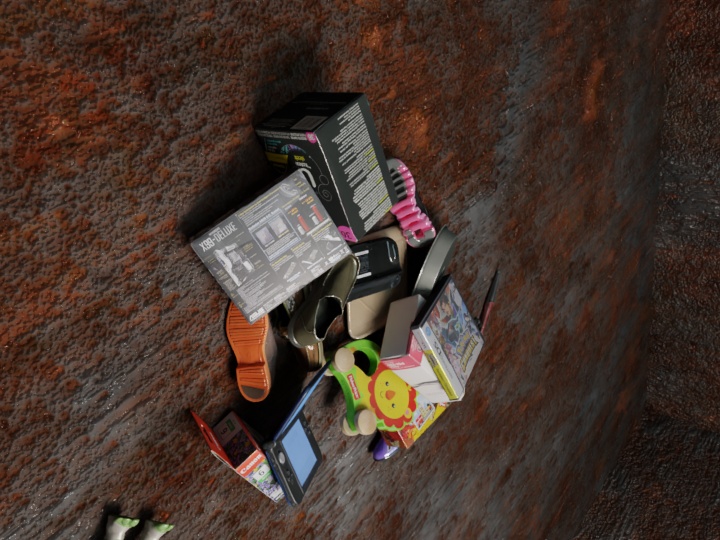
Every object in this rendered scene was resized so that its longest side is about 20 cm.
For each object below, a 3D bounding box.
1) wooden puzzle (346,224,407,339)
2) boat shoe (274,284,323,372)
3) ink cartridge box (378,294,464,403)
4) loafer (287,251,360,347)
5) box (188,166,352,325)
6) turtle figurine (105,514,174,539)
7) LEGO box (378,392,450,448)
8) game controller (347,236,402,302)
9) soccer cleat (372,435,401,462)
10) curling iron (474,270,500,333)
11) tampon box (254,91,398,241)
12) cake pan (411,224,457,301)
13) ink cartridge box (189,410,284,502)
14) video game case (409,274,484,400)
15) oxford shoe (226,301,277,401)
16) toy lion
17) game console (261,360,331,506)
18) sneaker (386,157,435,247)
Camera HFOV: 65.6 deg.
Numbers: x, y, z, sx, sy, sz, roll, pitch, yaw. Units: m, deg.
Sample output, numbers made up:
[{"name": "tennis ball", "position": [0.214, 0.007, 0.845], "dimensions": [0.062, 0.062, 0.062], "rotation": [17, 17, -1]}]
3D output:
[{"name": "wooden puzzle", "position": [0.032, 0.021, 1.165], "dimensions": [0.184, 0.037, 0.202], "rotation": [-22, 113, -42]}, {"name": "boat shoe", "position": [-0.121, 0.096, 0.994], "dimensions": [0.068, 0.072, 0.202], "rotation": [-24, 109, -39]}, {"name": "ink cartridge box", "position": [0.139, 0.168, 1.171], "dimensions": [0.200, 0.084, 0.147], "rotation": [41, 47, -32]}, {"name": "loafer", "position": [-0.048, 0.049, 0.965], "dimensions": [0.075, 0.069, 0.201], "rotation": [47, 60, -36]}, {"name": "box", "position": [-0.136, -0.038, 0.862], "dimensions": [0.199, 0.050, 0.158], "rotation": [-36, 111, -7]}, {"name": "turtle figurine", "position": [-0.331, 0.462, 0.795], "dimensions": [0.143, 0.200, 0.195], "rotation": [15, 65, -12]}, {"name": "LEGO box", "position": [0.111, 0.275, 1.260], "dimensions": [0.200, 0.077, 0.150], "rotation": [-36, 103, -35]}, {"name": "game controller", "position": [0.000, 0.000, 1.079], "dimensions": [0.199, 0.042, 0.105], "rotation": [-15, 96, -36]}, {"name": "soccer cleat", "position": [0.087, 0.359, 1.315], "dimensions": [0.200, 0.068, 0.073], "rotation": [-43, 111, -30]}, {"name": "curling iron", "position": [0.351, 0.093, 1.541], "dimensions": [0.050, 0.025, 0.201], "rotation": [40, 72, -49]}, {"name": "tampon box", "position": [-0.052, -0.171, 0.919], "dimensions": [0.126, 0.149, 0.201], "rotation": [-45, 131, -30]}, {"name": "cake pan", "position": [0.163, -0.002, 1.227], "dimensions": [0.201, 0.036, 0.201], "rotation": [-60, 166, -26]}, {"name": "ink cartridge box", "position": [-0.194, 0.298, 0.936], "dimensions": [0.050, 0.109, 0.201], "rotation": [-41, 131, -11]}, {"name": "video game case", "position": [0.187, 0.133, 1.156], "dimensions": [0.182, 0.025, 0.200], "rotation": [60, 38, -15]}, {"name": "oxford shoe", "position": [-0.180, 0.114, 0.948], "dimensions": [0.073, 0.071, 0.202], "rotation": [-39, 129, -76]}, {"name": "toy lion", "position": [0.031, 0.233, 1.133], "dimensions": [0.191, 0.068, 0.201], "rotation": [-17, 85, -41]}, {"name": "game console", "position": [-0.083, 0.276, 0.978], "dimensions": [0.172, 0.118, 0.200], "rotation": [65, 10, 0]}, {"name": "sneaker", "position": [0.095, -0.149, 1.163], "dimensions": [0.096, 0.078, 0.201], "rotation": [-75, 144, -59]}]
